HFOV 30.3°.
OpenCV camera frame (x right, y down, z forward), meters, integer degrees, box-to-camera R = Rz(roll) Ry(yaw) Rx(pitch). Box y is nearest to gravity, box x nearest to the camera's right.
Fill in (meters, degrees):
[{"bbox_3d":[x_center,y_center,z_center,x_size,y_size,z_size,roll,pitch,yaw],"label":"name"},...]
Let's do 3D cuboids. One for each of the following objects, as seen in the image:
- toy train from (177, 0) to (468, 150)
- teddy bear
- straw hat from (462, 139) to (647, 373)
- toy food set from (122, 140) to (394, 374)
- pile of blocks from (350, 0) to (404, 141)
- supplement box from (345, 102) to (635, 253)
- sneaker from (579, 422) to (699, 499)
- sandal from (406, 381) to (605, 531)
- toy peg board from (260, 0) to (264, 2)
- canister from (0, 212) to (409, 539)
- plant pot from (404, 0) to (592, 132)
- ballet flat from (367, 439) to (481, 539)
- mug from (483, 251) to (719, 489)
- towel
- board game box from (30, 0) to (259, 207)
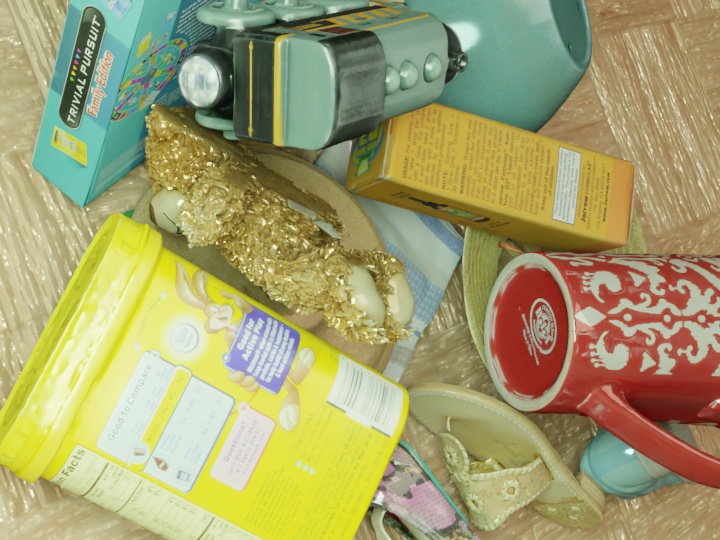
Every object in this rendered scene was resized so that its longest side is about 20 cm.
[{"bbox_3d":[-0.017,-0.120,0.785,0.199,0.113,0.087,-24,123,-55],"label":"toy train"},{"bbox_3d":[-0.053,-0.016,0.766,0.198,0.067,0.145,33,15,2],"label":"teddy bear"},{"bbox_3d":[0.126,0.005,1.030,0.198,0.085,0.205,2,86,-33],"label":"straw hat"},{"bbox_3d":[-0.067,0.012,0.853,0.199,0.049,0.199,35,58,-11],"label":"toy food set"},{"bbox_3d":[-0.017,-0.181,0.911,0.061,0.202,0.082,4,32,-39],"label":"pile of blocks"},{"bbox_3d":[0.092,-0.064,0.924,0.197,0.066,0.070,12,79,-24],"label":"supplement box"},{"bbox_3d":[0.225,0.148,1.084,0.199,0.081,0.075,24,44,-61],"label":"sneaker"},{"bbox_3d":[0.107,0.158,0.956,0.211,0.077,0.071,37,53,-34],"label":"sandal"},{"bbox_3d":[-0.043,-0.266,0.922,0.097,0.200,0.200,37,49,-2],"label":"toy peg board"},{"bbox_3d":[-0.086,0.082,0.747,0.198,0.086,0.150,31,79,-17],"label":"canister"},{"bbox_3d":[0.097,-0.179,1.003,0.200,0.133,0.203,32,52,-53],"label":"plant pot"},{"bbox_3d":[0.063,0.202,0.910,0.200,0.069,0.071,46,66,-14],"label":"ballet flat"},{"bbox_3d":[0.207,0.055,0.934,0.197,0.177,0.135,5,111,-29],"label":"mug"},{"bbox_3d":[0.000,0.000,0.957,0.147,0.024,0.201,46,48,-18],"label":"towel"},{"bbox_3d":[-0.114,-0.152,0.786,0.047,0.201,0.151,36,46,7],"label":"board game box"}]
